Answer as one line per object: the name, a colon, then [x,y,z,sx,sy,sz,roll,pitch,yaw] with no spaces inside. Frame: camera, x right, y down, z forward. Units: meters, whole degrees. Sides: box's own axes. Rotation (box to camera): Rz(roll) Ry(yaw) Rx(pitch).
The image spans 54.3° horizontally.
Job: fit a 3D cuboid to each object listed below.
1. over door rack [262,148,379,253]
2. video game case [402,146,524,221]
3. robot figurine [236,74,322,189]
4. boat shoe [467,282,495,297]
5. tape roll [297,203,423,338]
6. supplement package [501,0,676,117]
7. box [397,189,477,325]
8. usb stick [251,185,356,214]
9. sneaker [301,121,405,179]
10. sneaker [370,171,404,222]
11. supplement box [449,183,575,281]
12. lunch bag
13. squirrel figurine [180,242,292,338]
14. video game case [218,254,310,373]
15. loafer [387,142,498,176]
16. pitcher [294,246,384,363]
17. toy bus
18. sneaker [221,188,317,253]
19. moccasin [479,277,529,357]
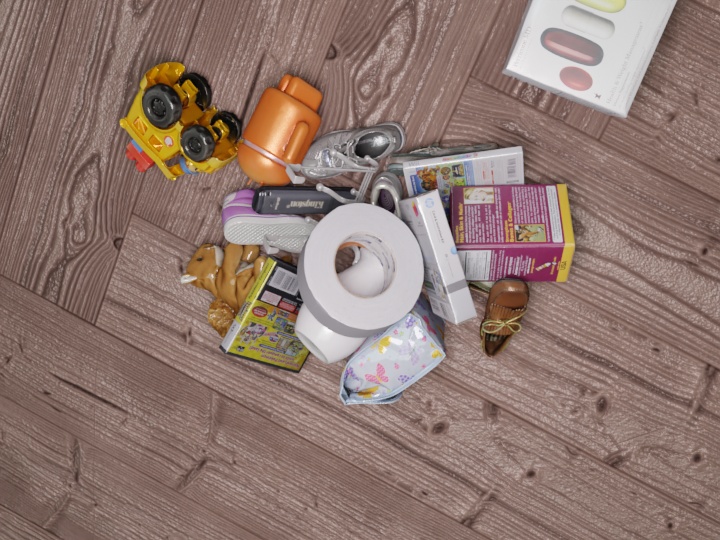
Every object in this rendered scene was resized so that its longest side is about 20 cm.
over door rack: [-0.071,-0.119,1.155,0.067,0.197,0.150,43,127,28]
video game case: [0.179,-0.141,1.195,0.194,0.018,0.145,-6,142,11]
robot figurine: [-0.142,-0.233,1.217,0.142,0.116,0.204,29,94,17]
boat shoe: [0.188,-0.007,1.238,0.195,0.074,0.077,21,106,4]
tape roll: [0.000,0.000,1.115,0.195,0.066,0.206,5,73,-15]
supplement package: [0.347,-0.367,1.090,0.195,0.147,0.196,21,106,4]
box: [0.120,-0.024,1.132,0.040,0.156,0.205,-20,95,-6]
usb stick: [-0.093,-0.122,1.224,0.033,0.195,0.056,61,140,35]
sneaker: [-0.020,-0.213,1.225,0.195,0.082,0.076,-19,99,14]
sneaker: [0.044,-0.066,1.239,0.073,0.100,0.206,-6,103,9]
supplement box: [0.245,-0.061,1.166,0.194,0.134,0.104,1,145,7]
lunch bag: [0.052,0.144,1.249,0.198,0.170,0.128,-37,99,14]
squirrel figurine: [-0.240,0.043,1.299,0.182,0.141,0.206,11,102,14]
video game case: [-0.135,0.084,1.252,0.025,0.198,0.184,33,95,39]
loafer: [0.145,-0.192,1.217,0.194,0.072,0.065,4,84,2]
pitcher: [-0.036,0.044,1.206,0.170,0.122,0.201,31,69,33]
toy bus: [-0.330,-0.234,1.260,0.200,0.136,0.191,47,119,-5]
sneaker: [-0.155,-0.101,1.281,0.196,0.116,0.073,9,130,-25]
moccasin: [0.239,0.083,1.193,0.072,0.079,0.203,10,146,-4]
